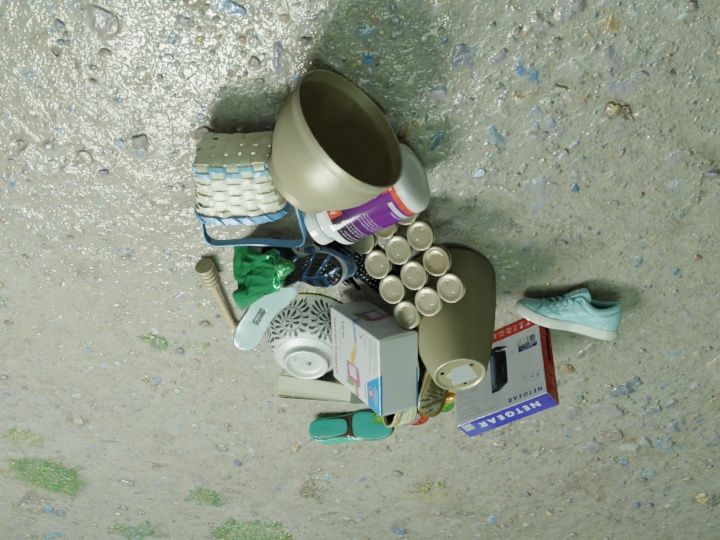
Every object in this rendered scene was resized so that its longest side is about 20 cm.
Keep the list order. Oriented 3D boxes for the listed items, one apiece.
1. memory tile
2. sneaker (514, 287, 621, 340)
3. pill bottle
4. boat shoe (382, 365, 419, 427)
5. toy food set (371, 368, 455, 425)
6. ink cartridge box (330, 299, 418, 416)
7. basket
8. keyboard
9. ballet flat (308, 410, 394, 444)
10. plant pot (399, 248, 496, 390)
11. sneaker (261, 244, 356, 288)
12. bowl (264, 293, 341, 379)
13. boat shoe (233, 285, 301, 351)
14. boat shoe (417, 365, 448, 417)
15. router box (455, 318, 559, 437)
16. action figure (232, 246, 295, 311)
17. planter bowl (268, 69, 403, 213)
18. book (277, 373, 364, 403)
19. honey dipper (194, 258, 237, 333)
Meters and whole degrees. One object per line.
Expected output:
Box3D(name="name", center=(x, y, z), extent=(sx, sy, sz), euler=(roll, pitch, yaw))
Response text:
Box3D(name="memory tile", center=(0.079, -0.014, 1.467), extent=(0.152, 0.017, 0.203), euler=(-34, 84, 31))
Box3D(name="sneaker", center=(0.386, 0.064, 1.599), extent=(0.195, 0.074, 0.084), euler=(12, 107, -1))
Box3D(name="pill bottle", center=(0.006, -0.115, 1.386), extent=(0.197, 0.114, 0.113), euler=(-24, 131, 26))
Box3D(name="boat shoe", center=(0.069, 0.214, 1.668), extent=(0.073, 0.065, 0.205), euler=(20, 123, 47))
Box3D(name="toy food set", center=(0.118, 0.267, 1.807), extent=(0.195, 0.050, 0.199), euler=(5, 142, -24))
Box3D(name="ink cartridge box", center=(0.022, 0.154, 1.575), extent=(0.083, 0.199, 0.148), euler=(-9, 108, -24))
Box3D(name="basket", center=(-0.178, -0.117, 1.374), extent=(0.171, 0.141, 0.203), euler=(0, 129, 5))
Box3D(name="keyboard", center=(0.000, 0.000, 1.564), extent=(0.103, 0.040, 0.199), euler=(-32, 125, 31))
Box3D(name="ballet flat", center=(-0.017, 0.352, 1.933), extent=(0.195, 0.069, 0.071), euler=(-5, 161, 9))
Box3D(name="plant pot", center=(0.164, 0.100, 1.528), extent=(0.182, 0.203, 0.190), euler=(-3, 139, -3))
Box3D(name="sneaker", center=(-0.094, -0.007, 1.512), extent=(0.197, 0.076, 0.078), euler=(13, 103, 35))
Box3D(name="bowl", center=(-0.102, 0.147, 1.688), extent=(0.195, 0.096, 0.203), euler=(1, 137, 1))
Box3D(name="boat shoe", center=(-0.170, 0.058, 1.616), extent=(0.072, 0.068, 0.202), euler=(27, 108, -10))
Box3D(name="boat shoe", center=(0.155, 0.184, 1.695), extent=(0.072, 0.065, 0.204), euler=(21, 99, -16))
Box3D(name="router box", center=(0.274, 0.200, 1.654), extent=(0.197, 0.182, 0.049), euler=(-27, 131, 29))
Box3D(name="action figure", center=(-0.164, 0.003, 1.475), extent=(0.054, 0.121, 0.199), euler=(-10, -179, -30))
Box3D(name="planter bowl", center=(-0.052, -0.170, 1.266), extent=(0.198, 0.203, 0.134), euler=(32, 131, -27))
Box3D(name="book", center=(-0.053, 0.243, 1.745), extent=(0.197, 0.049, 0.132), euler=(-1, 171, 40))
Box3D(name="honey dipper", center=(-0.267, 0.057, 1.646), extent=(0.037, 0.039, 0.202), euler=(-5, 138, 9))
